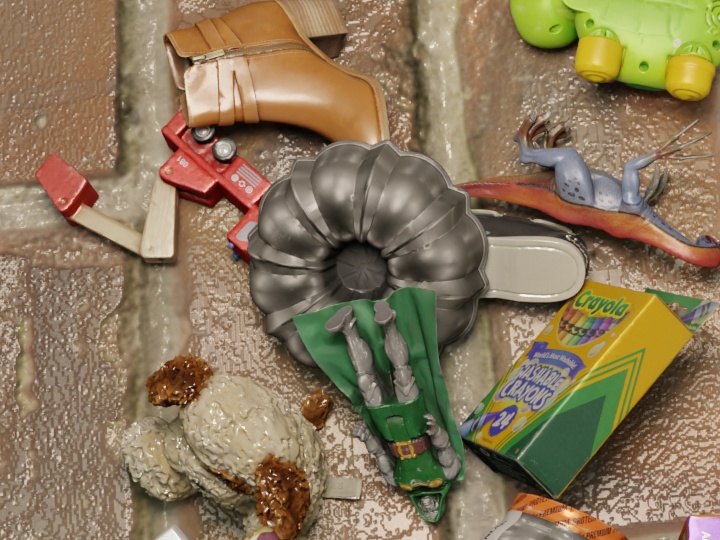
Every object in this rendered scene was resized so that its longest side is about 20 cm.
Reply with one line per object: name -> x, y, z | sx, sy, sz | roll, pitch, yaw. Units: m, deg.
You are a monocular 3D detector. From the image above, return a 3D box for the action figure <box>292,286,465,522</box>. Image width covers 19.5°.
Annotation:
action figure -> 0.032, 0.113, 1.631 | 0.118, 0.200, 0.055 | -9, 30, 23

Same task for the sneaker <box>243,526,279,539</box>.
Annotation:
sneaker -> -0.072, 0.288, 1.510 | 0.090, 0.075, 0.200 | 15, 81, 0

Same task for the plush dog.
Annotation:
plush dog -> -0.085, 0.140, 1.622 | 0.200, 0.172, 0.160 | 42, 81, 16

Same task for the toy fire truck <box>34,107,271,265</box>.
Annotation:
toy fire truck -> -0.157, -0.056, 1.752 | 0.200, 0.049, 0.141 | 42, 82, 14

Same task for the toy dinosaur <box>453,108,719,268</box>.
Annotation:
toy dinosaur -> 0.202, -0.048, 1.694 | 0.200, 0.105, 0.182 | -38, 68, 6

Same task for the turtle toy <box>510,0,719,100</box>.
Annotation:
turtle toy -> 0.222, -0.212, 1.735 | 0.200, 0.101, 0.146 | 12, 78, 9

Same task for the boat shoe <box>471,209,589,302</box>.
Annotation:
boat shoe -> 0.088, -0.017, 1.713 | 0.200, 0.060, 0.074 | 3, 109, 11

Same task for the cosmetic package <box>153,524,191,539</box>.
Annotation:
cosmetic package -> -0.152, 0.338, 1.596 | 0.200, 0.123, 0.199 | -38, 74, -5

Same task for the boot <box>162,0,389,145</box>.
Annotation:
boot -> -0.068, -0.138, 1.737 | 0.155, 0.074, 0.200 | -14, 57, -19

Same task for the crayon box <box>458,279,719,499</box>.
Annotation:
crayon box -> 0.176, 0.078, 1.639 | 0.052, 0.126, 0.200 | 45, 80, -17

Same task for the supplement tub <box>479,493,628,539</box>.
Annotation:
supplement tub -> 0.124, 0.279, 1.588 | 0.122, 0.123, 0.200 | 21, 76, 11

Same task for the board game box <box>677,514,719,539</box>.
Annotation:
board game box -> 0.333, 0.292, 1.522 | 0.200, 0.200, 0.200 | -1, 74, 5

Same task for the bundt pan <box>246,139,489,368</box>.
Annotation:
bundt pan -> 0.000, 0.000, 1.661 | 0.202, 0.076, 0.202 | 2, 104, 9
